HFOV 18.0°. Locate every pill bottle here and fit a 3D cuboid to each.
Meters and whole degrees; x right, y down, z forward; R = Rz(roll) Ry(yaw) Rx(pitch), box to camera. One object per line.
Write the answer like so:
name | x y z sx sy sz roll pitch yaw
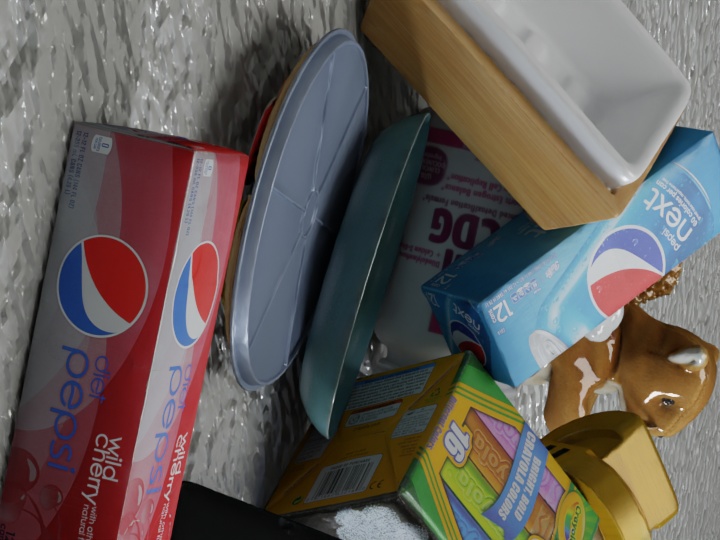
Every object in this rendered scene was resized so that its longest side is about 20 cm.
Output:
pill bottle | 0.071 0.003 1.480 0.113 0.112 0.202 2 101 -72

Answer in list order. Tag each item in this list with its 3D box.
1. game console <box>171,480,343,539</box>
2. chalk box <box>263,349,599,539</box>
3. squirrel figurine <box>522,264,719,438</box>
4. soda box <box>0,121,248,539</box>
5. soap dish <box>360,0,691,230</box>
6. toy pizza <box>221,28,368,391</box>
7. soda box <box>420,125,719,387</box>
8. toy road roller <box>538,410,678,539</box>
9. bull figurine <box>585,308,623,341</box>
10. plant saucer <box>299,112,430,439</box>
game console | -0.054 0.241 1.243 0.177 0.199 0.117 -57 -149 14
chalk box | 0.057 0.170 1.405 0.200 0.124 0.124 52 45 -25
squirrel figurine | 0.186 0.033 1.732 0.141 0.185 0.202 22 82 -72
soda box | -0.109 0.037 1.040 0.070 0.063 0.202 -4 106 -71
soap dish | 0.100 -0.130 1.377 0.081 0.200 0.157 -39 -173 36
toy pizza | -0.041 -0.034 1.233 0.200 0.031 0.202 15 90 -78
soda box | 0.139 -0.012 1.411 0.199 0.068 0.065 -36 115 -21
toy road roller | 0.126 0.165 1.575 0.146 0.199 0.124 -34 111 -26
bull figurine | 0.122 0.017 1.580 0.200 0.065 0.123 135 -42 -57
plant saucer | 0.000 0.000 1.344 0.200 0.027 0.202 17 90 -86
